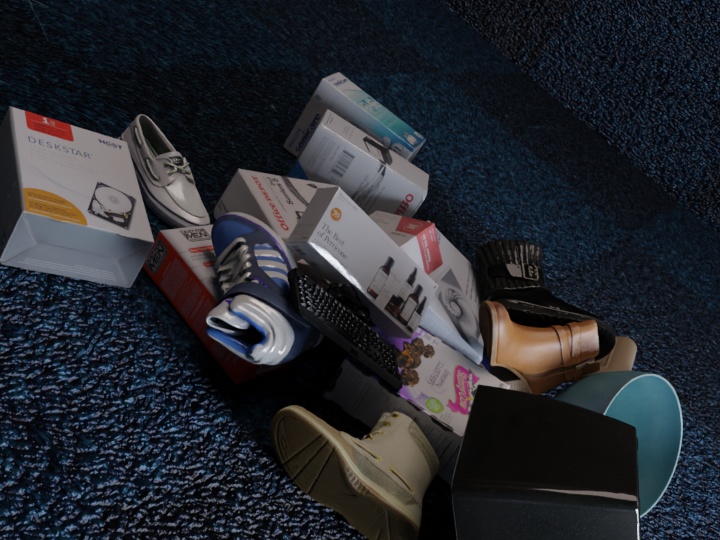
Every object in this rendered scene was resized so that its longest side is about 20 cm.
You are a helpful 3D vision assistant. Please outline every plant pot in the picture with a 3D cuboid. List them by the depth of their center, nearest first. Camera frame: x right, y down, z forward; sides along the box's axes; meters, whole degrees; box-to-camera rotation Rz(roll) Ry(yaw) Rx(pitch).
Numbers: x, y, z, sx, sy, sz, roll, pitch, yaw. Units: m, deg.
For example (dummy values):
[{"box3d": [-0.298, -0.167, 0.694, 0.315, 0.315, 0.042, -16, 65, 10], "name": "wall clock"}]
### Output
[{"box3d": [0.205, 0.256, 0.961, 0.175, 0.203, 0.200, -1, 22, 17], "name": "plant pot"}, {"box3d": [0.330, 0.227, 1.261, 0.198, 0.203, 0.134, 12, 0, -38], "name": "plant pot"}]

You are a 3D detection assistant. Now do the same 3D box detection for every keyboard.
[{"box3d": [-0.009, 0.053, 1.043, 0.200, 0.039, 0.105, 42, 19, -41], "name": "keyboard"}]

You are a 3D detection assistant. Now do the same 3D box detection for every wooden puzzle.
[{"box3d": [0.316, 0.140, 1.404, 0.197, 0.038, 0.185, 0, 12, 22], "name": "wooden puzzle"}]

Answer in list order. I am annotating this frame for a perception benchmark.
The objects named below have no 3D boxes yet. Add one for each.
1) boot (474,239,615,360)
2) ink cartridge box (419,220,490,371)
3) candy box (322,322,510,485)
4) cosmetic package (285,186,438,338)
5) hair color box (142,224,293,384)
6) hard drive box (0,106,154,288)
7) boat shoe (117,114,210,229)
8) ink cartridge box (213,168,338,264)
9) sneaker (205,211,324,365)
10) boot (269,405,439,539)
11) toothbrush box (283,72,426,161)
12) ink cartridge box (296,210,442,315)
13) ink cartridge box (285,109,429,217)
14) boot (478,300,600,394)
[{"box3d": [0.270, 0.039, 1.344, 0.209, 0.080, 0.159, 19, 38, -12], "name": "boot"}, {"box3d": [0.141, 0.050, 1.318, 0.200, 0.040, 0.200, 44, 30, -16], "name": "ink cartridge box"}, {"box3d": [0.076, 0.154, 1.161, 0.199, 0.072, 0.168, 33, 29, 6], "name": "candy box"}, {"box3d": [0.007, -0.007, 1.106, 0.200, 0.050, 0.083, 42, 64, -31], "name": "cosmetic package"}, {"box3d": [-0.163, 0.036, 1.104, 0.200, 0.061, 0.101, 49, 30, 20], "name": "hair color box"}, {"box3d": [-0.343, -0.086, 1.072, 0.155, 0.077, 0.201, 14, 34, -37], "name": "hard drive box"}, {"box3d": [-0.266, -0.132, 1.241, 0.200, 0.067, 0.073, 46, 30, 19], "name": "boat shoe"}, {"box3d": [-0.089, -0.057, 1.305, 0.198, 0.084, 0.146, 5, 41, -45], "name": "ink cartridge box"}, {"box3d": [-0.132, 0.017, 1.011, 0.201, 0.081, 0.146, 52, 25, 14], "name": "sneaker"}, {"box3d": [-0.001, 0.200, 1.023, 0.200, 0.072, 0.155, 41, 28, -1], "name": "boot"}, {"box3d": [-0.011, -0.221, 1.583, 0.199, 0.147, 0.085, 36, 27, 4], "name": "toothbrush box"}, {"box3d": [0.000, 0.000, 1.211, 0.116, 0.068, 0.199, 15, 40, 44], "name": "ink cartridge box"}, {"box3d": [-0.010, -0.134, 1.448, 0.199, 0.146, 0.084, 32, 27, -8], "name": "ink cartridge box"}, {"box3d": [0.242, 0.092, 1.225, 0.201, 0.153, 0.074, 69, 8, -50], "name": "boot"}]
